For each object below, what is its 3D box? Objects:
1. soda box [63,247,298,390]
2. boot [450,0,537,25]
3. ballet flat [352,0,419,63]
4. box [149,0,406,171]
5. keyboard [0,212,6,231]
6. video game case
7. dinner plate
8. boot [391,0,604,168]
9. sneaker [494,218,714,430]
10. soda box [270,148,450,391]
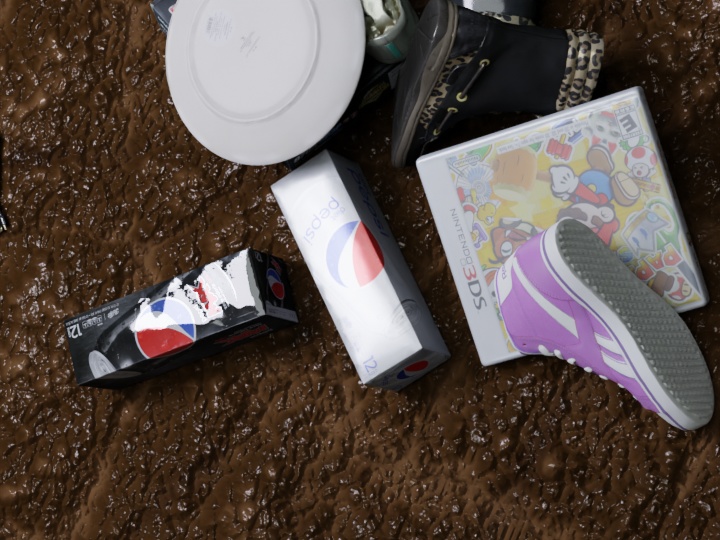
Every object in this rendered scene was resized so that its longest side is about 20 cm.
[{"bbox_3d":[-0.160,0.045,1.825,0.199,0.071,0.064,-21,74,21],"label":"soda box"},{"bbox_3d":[0.073,-0.265,1.762,0.202,0.073,0.155,9,90,29],"label":"boot"},{"bbox_3d":[-0.008,-0.267,1.751,0.067,0.064,0.201,-32,68,12],"label":"ballet flat"},{"bbox_3d":[-0.062,-0.207,1.803,0.159,0.046,0.200,-38,66,-8],"label":"box"},{"bbox_3d":[-0.396,-0.088,1.988,0.126,0.021,0.202,-6,80,25],"label":"keyboard"},{"bbox_3d":[0.163,-0.033,1.677,0.199,0.023,0.183,-17,95,22],"label":"video game case"},{"bbox_3d":[-0.086,-0.190,1.739,0.199,0.024,0.202,-3,84,30],"label":"dinner plate"},{"bbox_3d":[0.107,-0.144,1.708,0.149,0.200,0.074,6,55,-9],"label":"boot"},{"bbox_3d":[0.189,0.058,1.649,0.201,0.073,0.114,50,133,-3],"label":"sneaker"},{"bbox_3d":[0.000,0.000,1.758,0.063,0.068,0.201,-32,69,18],"label":"soda box"}]
